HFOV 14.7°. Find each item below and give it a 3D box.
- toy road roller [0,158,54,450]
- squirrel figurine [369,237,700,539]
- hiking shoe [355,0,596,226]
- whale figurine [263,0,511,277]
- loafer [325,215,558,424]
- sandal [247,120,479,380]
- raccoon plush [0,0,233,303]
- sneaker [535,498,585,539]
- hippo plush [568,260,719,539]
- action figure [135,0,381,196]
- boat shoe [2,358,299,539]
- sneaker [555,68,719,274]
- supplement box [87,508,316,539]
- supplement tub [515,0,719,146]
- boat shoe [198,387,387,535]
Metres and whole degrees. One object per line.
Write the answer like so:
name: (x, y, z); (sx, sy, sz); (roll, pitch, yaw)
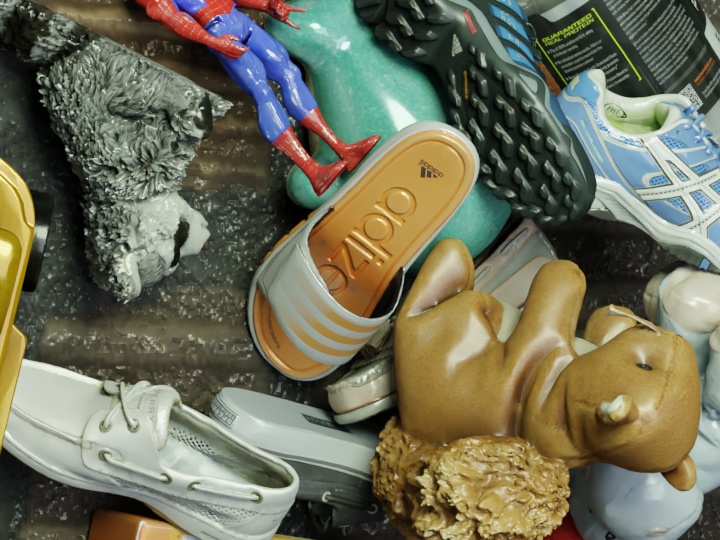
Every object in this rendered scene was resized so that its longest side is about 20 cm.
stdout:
toy road roller: (-0.240, 0.027, 1.518); (0.122, 0.146, 0.201); (13, 90, -9)
squirrel figurine: (0.106, 0.096, 1.644); (0.200, 0.186, 0.142); (-56, 135, -18)
hiking shoe: (0.087, -0.121, 1.673); (0.087, 0.074, 0.200); (-28, 80, -44)
whale figurine: (0.022, -0.091, 1.711); (0.159, 0.104, 0.201); (-36, 110, -24)
loafer: (0.049, 0.030, 1.764); (0.200, 0.072, 0.063); (-30, 99, -34)
sandal: (-0.007, -0.005, 1.662); (0.079, 0.207, 0.059); (33, 32, -7)
raccoon plush: (-0.171, -0.072, 1.627); (0.199, 0.097, 0.135); (27, 93, -1)
sneaker: (0.129, 0.145, 1.822); (0.085, 0.077, 0.200); (50, 58, -19)
hippo plush: (0.188, 0.096, 1.758); (0.160, 0.200, 0.160); (-35, 84, -7)
action figure: (-0.071, -0.137, 1.651); (0.200, 0.052, 0.065); (45, 44, 3)
boat shoe: (-0.127, 0.093, 1.623); (0.199, 0.069, 0.071); (24, 43, -13)
sneaker: (0.199, -0.058, 1.715); (0.199, 0.076, 0.077); (20, 122, -13)
supplement box: (-0.067, 0.190, 1.701); (0.199, 0.066, 0.069); (13, 85, -32)
supplement tub: (0.150, -0.157, 1.774); (0.123, 0.122, 0.200); (-46, 116, -20)
boat shoe: (-0.017, 0.130, 1.731); (0.199, 0.070, 0.067); (18, 105, -36)
